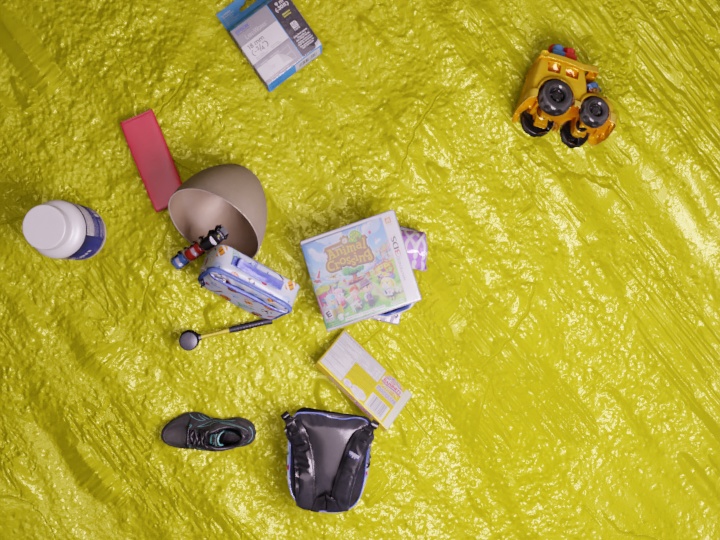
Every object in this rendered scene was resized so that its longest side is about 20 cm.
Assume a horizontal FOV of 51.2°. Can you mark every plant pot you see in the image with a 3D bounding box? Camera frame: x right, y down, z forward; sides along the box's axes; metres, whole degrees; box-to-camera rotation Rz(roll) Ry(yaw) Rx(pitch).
[{"bbox_3d":[-0.265,-0.134,1.508,0.197,0.201,0.136,26,55,-1],"label":"plant pot"}]

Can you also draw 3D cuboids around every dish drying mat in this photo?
[{"bbox_3d":[-0.432,-0.229,1.575,0.075,0.018,0.204,-22,89,-2],"label":"dish drying mat"}]

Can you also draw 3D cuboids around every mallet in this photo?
[{"bbox_3d":[-0.279,0.126,1.549,0.195,0.066,0.042,-13,92,-2],"label":"mallet"}]

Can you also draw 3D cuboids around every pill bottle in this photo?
[{"bbox_3d":[-0.584,-0.079,1.478,0.108,0.200,0.114,0,89,-1],"label":"pill bottle"}]

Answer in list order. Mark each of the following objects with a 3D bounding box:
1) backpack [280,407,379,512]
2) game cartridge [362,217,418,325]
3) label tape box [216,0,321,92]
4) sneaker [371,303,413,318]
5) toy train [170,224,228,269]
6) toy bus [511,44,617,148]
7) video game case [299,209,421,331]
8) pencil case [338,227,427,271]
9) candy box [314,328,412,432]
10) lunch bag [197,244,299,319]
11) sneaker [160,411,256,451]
[{"bbox_3d":[-0.066,0.381,1.510,0.195,0.154,0.195,6,82,6],"label":"backpack"},{"bbox_3d":[0.040,0.001,1.574,0.127,0.038,0.205,12,89,-5],"label":"game cartridge"},{"bbox_3d":[-0.193,-0.500,1.559,0.143,0.063,0.202,-36,91,-2],"label":"label tape box"},{"bbox_3d":[0.016,0.065,1.515,0.196,0.088,0.077,-15,95,2],"label":"sneaker"},{"bbox_3d":[-0.327,-0.041,1.502,0.034,0.198,0.046,49,49,-15],"label":"toy train"},{"bbox_3d":[0.429,-0.373,1.549,0.196,0.136,0.196,17,73,-3],"label":"toy bus"},{"bbox_3d":[0.000,0.000,1.463,0.196,0.022,0.186,-18,88,3],"label":"video game case"},{"bbox_3d":[0.040,-0.040,1.521,0.195,0.085,0.087,3,124,1],"label":"pencil case"},{"bbox_3d":[0.007,0.226,1.551,0.200,0.026,0.102,44,53,0],"label":"candy box"},{"bbox_3d":[-0.226,0.024,1.487,0.197,0.160,0.077,28,70,-19],"label":"lunch bag"},{"bbox_3d":[-0.316,0.332,1.541,0.195,0.079,0.077,-3,90,0],"label":"sneaker"}]
